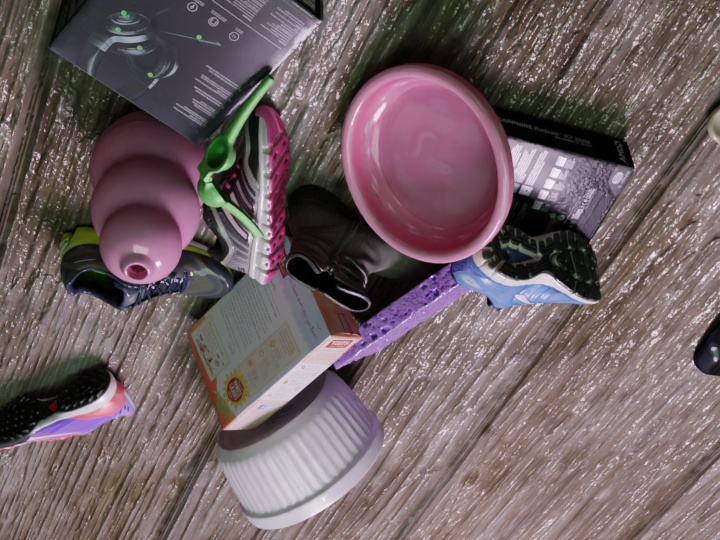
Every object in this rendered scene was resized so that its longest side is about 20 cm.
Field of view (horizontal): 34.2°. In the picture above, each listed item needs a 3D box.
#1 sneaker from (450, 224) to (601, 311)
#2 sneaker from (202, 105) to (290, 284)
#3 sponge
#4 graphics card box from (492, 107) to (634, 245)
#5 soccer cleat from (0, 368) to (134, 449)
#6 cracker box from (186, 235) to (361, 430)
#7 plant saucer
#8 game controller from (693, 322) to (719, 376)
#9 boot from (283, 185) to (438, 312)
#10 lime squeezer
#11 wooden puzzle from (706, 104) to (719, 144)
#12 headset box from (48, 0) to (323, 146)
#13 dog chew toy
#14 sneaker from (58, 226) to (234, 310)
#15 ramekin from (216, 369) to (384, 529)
[{"bbox_3d":[0.178,0.000,1.255,0.199,0.079,0.089,12,156,-35],"label":"sneaker"},{"bbox_3d":[-0.125,-0.080,1.230,0.087,0.074,0.201,11,124,9],"label":"sneaker"},{"bbox_3d":[0.062,0.043,1.340,0.199,0.030,0.111,-35,170,26],"label":"sponge"},{"bbox_3d":[0.174,-0.099,1.244,0.198,0.051,0.126,12,131,-13],"label":"graphics card box"},{"bbox_3d":[-0.380,0.189,1.476,0.199,0.069,0.073,-23,134,15],"label":"soccer cleat"},{"bbox_3d":[-0.102,0.073,1.329,0.057,0.135,0.200,7,140,-48],"label":"cracker box"},{"bbox_3d":[0.072,-0.110,1.171,0.199,0.051,0.202,18,121,33],"label":"plant saucer"},{"bbox_3d":[0.521,0.107,1.469,0.198,0.042,0.105,10,146,-11],"label":"game controller"},{"bbox_3d":[0.000,0.000,1.272,0.199,0.131,0.068,25,127,-24],"label":"boot"},{"bbox_3d":[-0.121,-0.097,1.119,0.070,0.038,0.201,-1,135,-10],"label":"lime squeezer"},{"bbox_3d":[0.489,-0.162,1.205,0.184,0.047,0.200,28,125,-26],"label":"wooden puzzle"},{"bbox_3d":[-0.162,-0.235,1.072,0.173,0.093,0.200,31,125,-28],"label":"headset box"},{"bbox_3d":[-0.209,-0.067,1.153,0.123,0.201,0.125,-2,134,-2],"label":"dog chew toy"},{"bbox_3d":[-0.240,0.011,1.305,0.198,0.081,0.074,6,133,-9],"label":"sneaker"},{"bbox_3d":[-0.081,0.206,1.419,0.199,0.200,0.105,-27,108,21],"label":"ramekin"}]
